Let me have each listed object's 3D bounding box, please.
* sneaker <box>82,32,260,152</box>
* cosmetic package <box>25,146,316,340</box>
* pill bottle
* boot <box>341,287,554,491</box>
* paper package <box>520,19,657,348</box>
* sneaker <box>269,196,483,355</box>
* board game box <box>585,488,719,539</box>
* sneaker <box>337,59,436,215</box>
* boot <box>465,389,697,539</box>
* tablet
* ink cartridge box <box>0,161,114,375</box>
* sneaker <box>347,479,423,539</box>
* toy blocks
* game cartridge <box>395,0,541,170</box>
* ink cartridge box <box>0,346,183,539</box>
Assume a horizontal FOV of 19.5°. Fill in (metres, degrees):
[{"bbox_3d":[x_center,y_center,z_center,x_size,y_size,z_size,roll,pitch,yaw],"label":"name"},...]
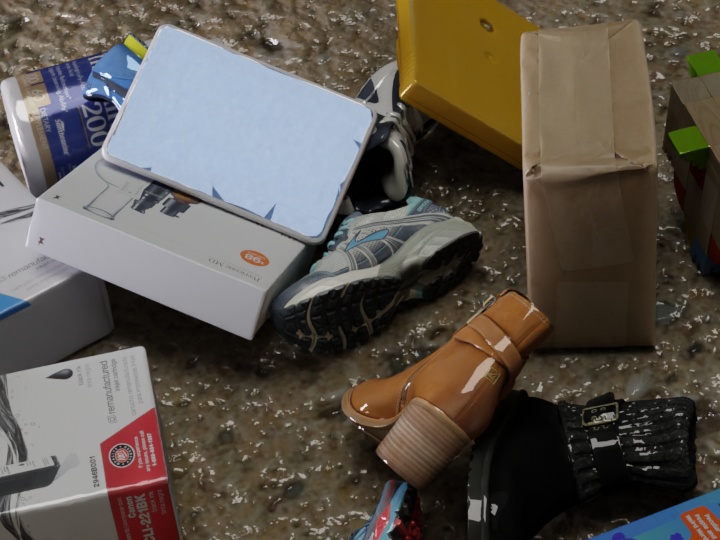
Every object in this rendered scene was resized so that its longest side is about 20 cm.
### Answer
[{"bbox_3d":[-0.148,-0.110,1.764,0.200,0.066,0.079,41,87,7],"label":"sneaker"},{"bbox_3d":[-0.149,-0.027,1.695,0.199,0.052,0.151,22,27,7],"label":"cosmetic package"},{"bbox_3d":[-0.209,-0.141,1.850,0.199,0.111,0.111,-17,43,-10],"label":"pill bottle"},{"bbox_3d":[0.064,0.072,1.529,0.077,0.200,0.155,40,90,-6],"label":"boot"},{"bbox_3d":[0.180,-0.066,1.654,0.103,0.201,0.191,-2,43,6],"label":"paper package"},{"bbox_3d":[0.000,0.000,1.700,0.199,0.078,0.086,-24,50,-32],"label":"sneaker"},{"bbox_3d":[0.251,0.227,1.445,0.199,0.045,0.152,-19,44,-13],"label":"board game box"},{"bbox_3d":[0.031,-0.109,1.787,0.199,0.080,0.129,-30,32,-22],"label":"sneaker"},{"bbox_3d":[0.160,0.149,1.493,0.157,0.080,0.211,5,31,13],"label":"boot"},{"bbox_3d":[-0.099,-0.113,1.721,0.199,0.014,0.131,22,74,3],"label":"tablet"},{"bbox_3d":[-0.320,0.003,1.732,0.146,0.086,0.200,-29,49,-22],"label":"ink cartridge box"},{"bbox_3d":[-0.019,0.218,1.466,0.095,0.080,0.200,10,45,21],"label":"sneaker"},{"bbox_3d":[0.297,-0.058,1.688,0.099,0.137,0.200,-14,50,-11],"label":"toy blocks"},{"bbox_3d":[0.105,-0.177,1.835,0.176,0.032,0.201,28,37,-23],"label":"game cartridge"},{"bbox_3d":[-0.244,0.151,1.562,0.199,0.084,0.145,-12,44,-5],"label":"ink cartridge box"}]
